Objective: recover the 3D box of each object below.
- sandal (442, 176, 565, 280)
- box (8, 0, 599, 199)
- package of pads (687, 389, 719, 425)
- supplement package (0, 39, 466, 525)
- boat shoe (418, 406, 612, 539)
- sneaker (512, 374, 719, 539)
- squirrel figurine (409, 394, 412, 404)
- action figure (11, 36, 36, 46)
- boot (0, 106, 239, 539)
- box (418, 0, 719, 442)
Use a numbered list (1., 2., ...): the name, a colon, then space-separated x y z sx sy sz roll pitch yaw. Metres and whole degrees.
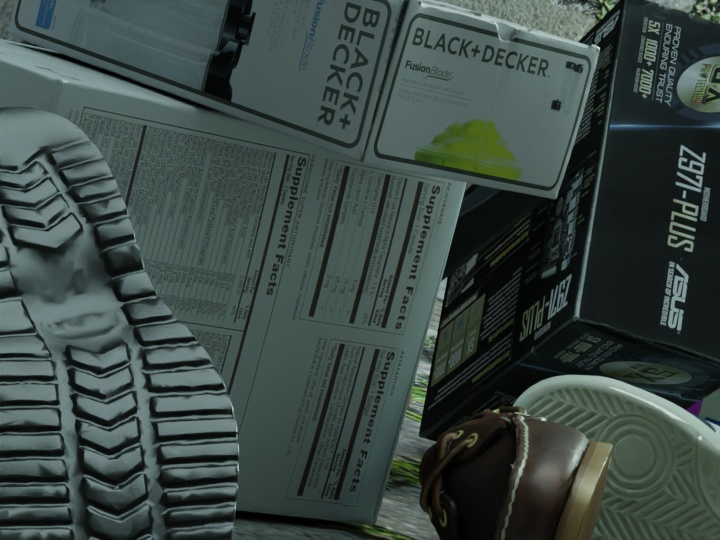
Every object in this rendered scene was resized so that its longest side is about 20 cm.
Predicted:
1. sandal: 0.000 0.000 1.270 0.048 0.200 0.075 52 -2 -6
2. box: -0.024 -0.086 1.065 0.199 0.061 0.116 21 8 40
3. package of pads: 0.236 0.056 1.431 0.068 0.155 0.199 12 6 -45
4. supplement package: -0.093 0.000 1.109 0.199 0.152 0.151 10 8 -40
5. boat shoe: 0.054 0.087 1.052 0.070 0.071 0.200 21 -3 4
6. sneaker: 0.156 0.101 1.187 0.199 0.075 0.084 25 9 11
7. squirrel figurine: -0.039 -0.030 1.410 0.141 0.188 0.200 16 5 15
8. action figure: -0.187 -0.070 1.454 0.192 0.105 0.200 13 33 -7
9. boot: -0.088 0.068 0.857 0.077 0.139 0.201 -3 48 -14
10. box: 0.112 -0.010 1.336 0.086 0.165 0.200 17 -24 -14
